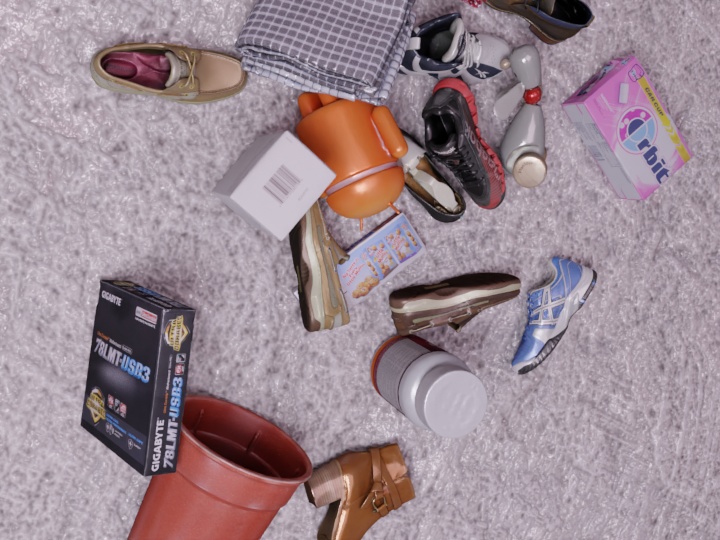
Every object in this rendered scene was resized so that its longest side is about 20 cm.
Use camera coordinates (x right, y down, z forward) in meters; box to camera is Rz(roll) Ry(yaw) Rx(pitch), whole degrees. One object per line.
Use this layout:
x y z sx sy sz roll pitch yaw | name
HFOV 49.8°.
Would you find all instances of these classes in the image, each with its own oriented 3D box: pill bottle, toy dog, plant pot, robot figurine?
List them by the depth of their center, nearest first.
-0.196 0.300 1.014 0.201 0.201 0.196 26 96 -19 | plant pot
-0.013 -0.156 1.046 0.144 0.117 0.200 -23 90 2 | robot figurine
0.093 0.159 1.084 0.109 0.200 0.110 -2 98 -18 | pill bottle
0.220 -0.218 1.136 0.096 0.132 0.200 -4 91 14 | toy dog

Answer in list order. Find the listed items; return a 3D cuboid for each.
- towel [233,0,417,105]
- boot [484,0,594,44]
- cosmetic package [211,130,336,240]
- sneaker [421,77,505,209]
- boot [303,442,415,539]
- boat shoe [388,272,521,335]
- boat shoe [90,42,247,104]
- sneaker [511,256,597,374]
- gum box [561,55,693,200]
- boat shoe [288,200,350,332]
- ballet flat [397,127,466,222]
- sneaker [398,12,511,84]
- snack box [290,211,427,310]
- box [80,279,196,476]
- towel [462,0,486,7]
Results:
-0.038 -0.309 0.987 0.200 0.086 0.166 18 68 9 | towel
0.246 -0.402 1.117 0.200 0.097 0.075 27 88 -20 | boot
-0.116 -0.110 0.982 0.085 0.200 0.108 41 86 -17 | cosmetic package
0.141 -0.165 1.093 0.098 0.071 0.201 -47 118 -44 | sneaker
0.011 0.364 1.153 0.154 0.074 0.200 -16 104 -20 | boot
0.142 0.054 1.160 0.202 0.075 0.075 -9 107 -7 | boat shoe
-0.240 -0.252 0.993 0.200 0.066 0.074 -4 98 -18 | boat shoe
0.286 0.070 1.214 0.077 0.076 0.200 32 86 3 | sneaker
0.414 -0.223 1.211 0.113 0.066 0.200 -40 107 -9 | gum box
-0.052 -0.018 1.075 0.076 0.072 0.200 -6 88 -18 | boat shoe
0.082 -0.145 1.112 0.200 0.068 0.068 40 86 -18 | ballet flat
0.140 -0.306 1.078 0.199 0.130 0.080 5 97 -18 | sneaker
0.000 0.000 1.126 0.200 0.024 0.072 -37 104 -10 | snack box
-0.279 0.124 0.960 0.050 0.200 0.199 3 98 -41 | box
0.063 -0.410 1.041 0.200 0.145 0.023 14 120 -19 | towel
